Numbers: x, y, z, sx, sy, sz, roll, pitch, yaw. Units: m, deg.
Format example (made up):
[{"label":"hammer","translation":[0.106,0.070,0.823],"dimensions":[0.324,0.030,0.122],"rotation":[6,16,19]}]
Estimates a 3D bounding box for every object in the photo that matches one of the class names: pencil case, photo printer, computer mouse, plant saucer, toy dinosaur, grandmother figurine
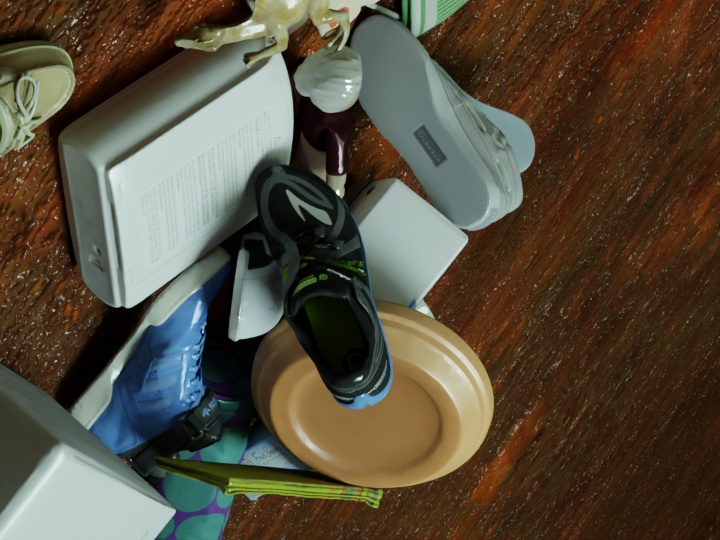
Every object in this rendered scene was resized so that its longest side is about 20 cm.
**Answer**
[{"label":"pencil case","translation":[-0.143,0.157,1.629],"dimensions":[0.085,0.093,0.201],"rotation":[10,123,-11]},{"label":"photo printer","translation":[-0.132,-0.085,1.394],"dimensions":[0.200,0.069,0.167],"rotation":[-38,148,-29]},{"label":"computer mouse","translation":[-0.080,0.009,1.483],"dimensions":[0.200,0.044,0.110],"rotation":[-95,-166,-74]},{"label":"plant saucer","translation":[0.007,0.108,1.474],"dimensions":[0.038,0.199,0.201],"rotation":[-75,174,-48]},{"label":"toy dinosaur","translation":[-0.036,-0.202,1.315],"dimensions":[0.200,0.058,0.101],"rotation":[-39,159,3]},{"label":"grandmother figurine","translation":[-0.028,-0.119,1.470],"dimensions":[0.060,0.122,0.200],"rotation":[-23,162,-15]}]

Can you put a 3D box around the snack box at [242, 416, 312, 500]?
[{"label":"snack box","translation":[-0.039,0.126,1.665],"dimensions":[0.142,0.053,0.200],"rotation":[-50,-172,-29]}]

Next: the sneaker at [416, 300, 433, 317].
[{"label":"sneaker","translation":[0.036,0.103,1.870],"dimensions":[0.114,0.073,0.201],"rotation":[-44,141,-10]}]

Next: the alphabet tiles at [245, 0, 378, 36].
[{"label":"alphabet tiles","translation":[-0.002,-0.252,1.374],"dimensions":[0.200,0.015,0.196],"rotation":[-38,160,-2]}]

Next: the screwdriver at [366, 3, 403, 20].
[{"label":"screwdriver","translation":[-0.004,-0.221,1.486],"dimensions":[0.200,0.029,0.028],"rotation":[12,111,-59]}]

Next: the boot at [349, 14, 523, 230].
[{"label":"boot","translation":[0.066,-0.127,1.555],"dimensions":[0.073,0.201,0.095],"rotation":[-30,175,26]}]

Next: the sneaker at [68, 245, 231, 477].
[{"label":"sneaker","translation":[-0.139,0.081,1.479],"dimensions":[0.200,0.111,0.077],"rotation":[-50,-178,17]}]

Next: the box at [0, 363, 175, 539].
[{"label":"box","translation":[-0.285,0.183,1.345],"dimensions":[0.199,0.171,0.200],"rotation":[-52,152,-4]}]

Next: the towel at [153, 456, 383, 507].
[{"label":"towel","translation":[-0.073,0.173,1.496],"dimensions":[0.200,0.086,0.018],"rotation":[14,86,-52]}]

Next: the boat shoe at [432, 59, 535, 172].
[{"label":"boat shoe","translation":[0.067,-0.139,1.633],"dimensions":[0.199,0.068,0.074],"rotation":[18,80,-38]}]

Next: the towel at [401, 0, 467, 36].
[{"label":"towel","translation":[0.102,-0.300,1.560],"dimensions":[0.200,0.023,0.153],"rotation":[-44,153,-25]}]

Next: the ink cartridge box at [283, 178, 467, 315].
[{"label":"ink cartridge box","translation":[0.000,0.000,1.574],"dimensions":[0.145,0.084,0.200],"rotation":[-51,-172,-4]}]

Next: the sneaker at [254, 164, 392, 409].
[{"label":"sneaker","translation":[-0.027,0.006,1.381],"dimensions":[0.070,0.200,0.083],"rotation":[-21,164,4]}]

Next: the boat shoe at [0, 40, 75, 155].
[{"label":"boat shoe","translation":[-0.260,-0.089,1.199],"dimensions":[0.200,0.063,0.073],"rotation":[-29,143,-39]}]
